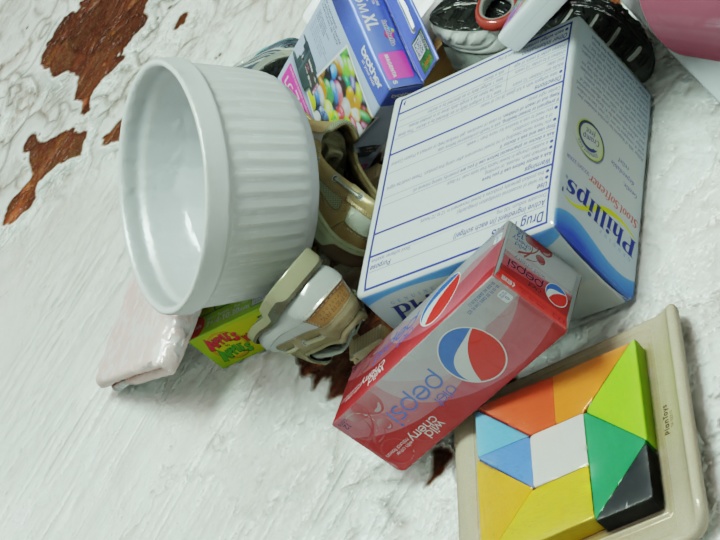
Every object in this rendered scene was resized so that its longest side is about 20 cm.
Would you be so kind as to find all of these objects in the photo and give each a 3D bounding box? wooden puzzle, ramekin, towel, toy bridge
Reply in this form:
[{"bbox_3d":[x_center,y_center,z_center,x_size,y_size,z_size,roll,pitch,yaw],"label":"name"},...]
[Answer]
[{"bbox_3d":[0.137,0.129,1.300,0.199,0.037,0.186,-31,39,28],"label":"wooden puzzle"},{"bbox_3d":[-0.111,-0.068,1.539,0.200,0.104,0.202,13,104,63],"label":"ramekin"},{"bbox_3d":[-0.165,0.006,1.707,0.191,0.032,0.202,-22,47,65],"label":"towel"},{"bbox_3d":[0.000,0.000,1.589,0.067,0.027,0.201,-31,40,29],"label":"toy bridge"}]

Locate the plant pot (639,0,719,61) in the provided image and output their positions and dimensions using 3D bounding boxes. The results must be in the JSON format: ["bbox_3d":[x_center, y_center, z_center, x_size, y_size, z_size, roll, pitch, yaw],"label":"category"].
[{"bbox_3d":[0.287,-0.211,1.280,0.178,0.200,0.201,0,58,43],"label":"plant pot"}]

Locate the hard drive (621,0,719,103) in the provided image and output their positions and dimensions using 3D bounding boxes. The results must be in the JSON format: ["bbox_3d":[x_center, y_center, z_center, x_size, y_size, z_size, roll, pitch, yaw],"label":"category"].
[{"bbox_3d":[0.282,-0.206,1.452,0.132,0.025,0.200,-44,34,11],"label":"hard drive"}]

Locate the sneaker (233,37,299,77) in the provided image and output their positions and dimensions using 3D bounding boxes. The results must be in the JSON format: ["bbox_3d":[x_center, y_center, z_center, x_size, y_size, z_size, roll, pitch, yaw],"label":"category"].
[{"bbox_3d":[-0.119,-0.148,1.844,0.199,0.078,0.087,-31,26,16],"label":"sneaker"}]

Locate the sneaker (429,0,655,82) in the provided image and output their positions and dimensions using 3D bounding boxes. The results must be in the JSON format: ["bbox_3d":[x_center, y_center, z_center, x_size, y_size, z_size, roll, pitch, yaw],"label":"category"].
[{"bbox_3d":[0.149,-0.173,1.548,0.199,0.080,0.074,16,51,38],"label":"sneaker"}]

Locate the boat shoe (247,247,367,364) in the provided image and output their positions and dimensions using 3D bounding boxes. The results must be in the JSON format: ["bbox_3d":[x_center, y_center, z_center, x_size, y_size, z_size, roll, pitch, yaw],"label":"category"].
[{"bbox_3d":[-0.038,0.040,1.496,0.075,0.068,0.200,-50,-2,-8],"label":"boat shoe"}]

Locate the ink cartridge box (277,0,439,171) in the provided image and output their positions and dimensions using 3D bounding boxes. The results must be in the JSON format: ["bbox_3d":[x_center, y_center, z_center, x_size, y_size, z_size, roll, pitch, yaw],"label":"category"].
[{"bbox_3d":[-0.006,-0.166,1.618,0.200,0.042,0.120,-51,56,54],"label":"ink cartridge box"}]

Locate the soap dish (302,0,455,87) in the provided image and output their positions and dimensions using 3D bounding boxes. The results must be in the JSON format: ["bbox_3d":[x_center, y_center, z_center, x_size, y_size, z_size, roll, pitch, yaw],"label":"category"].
[{"bbox_3d":[0.049,-0.230,1.699,0.158,0.081,0.200,-52,34,-1],"label":"soap dish"}]

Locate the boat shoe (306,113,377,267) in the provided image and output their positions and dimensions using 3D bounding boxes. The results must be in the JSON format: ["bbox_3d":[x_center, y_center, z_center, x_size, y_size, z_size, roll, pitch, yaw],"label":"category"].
[{"bbox_3d":[-0.029,-0.094,1.593,0.076,0.071,0.201,-56,50,27],"label":"boat shoe"}]

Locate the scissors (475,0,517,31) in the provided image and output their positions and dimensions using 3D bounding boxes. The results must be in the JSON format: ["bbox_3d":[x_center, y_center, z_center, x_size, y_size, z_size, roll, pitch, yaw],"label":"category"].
[{"bbox_3d":[0.105,-0.253,1.584,0.073,0.014,0.201,-26,40,1],"label":"scissors"}]

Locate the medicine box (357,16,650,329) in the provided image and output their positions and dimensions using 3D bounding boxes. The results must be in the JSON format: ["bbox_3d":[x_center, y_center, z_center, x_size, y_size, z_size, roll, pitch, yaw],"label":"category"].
[{"bbox_3d":[0.109,-0.057,1.447,0.181,0.103,0.201,-21,45,37],"label":"medicine box"}]

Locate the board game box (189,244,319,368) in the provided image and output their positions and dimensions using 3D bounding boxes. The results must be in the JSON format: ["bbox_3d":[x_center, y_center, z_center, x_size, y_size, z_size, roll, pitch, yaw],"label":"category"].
[{"bbox_3d":[-0.085,-0.023,1.692,0.101,0.048,0.201,-25,42,34],"label":"board game box"}]

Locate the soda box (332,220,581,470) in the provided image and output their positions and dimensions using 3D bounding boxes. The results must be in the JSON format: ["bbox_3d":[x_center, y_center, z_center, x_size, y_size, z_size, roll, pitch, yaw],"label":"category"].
[{"bbox_3d":[0.065,0.057,1.365,0.200,0.070,0.064,-46,15,39],"label":"soda box"}]

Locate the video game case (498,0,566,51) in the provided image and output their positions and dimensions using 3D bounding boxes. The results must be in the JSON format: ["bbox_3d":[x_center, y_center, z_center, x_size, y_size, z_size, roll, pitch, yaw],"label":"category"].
[{"bbox_3d":[0.176,-0.265,1.385,0.183,0.024,0.200,-61,7,-21],"label":"video game case"}]
